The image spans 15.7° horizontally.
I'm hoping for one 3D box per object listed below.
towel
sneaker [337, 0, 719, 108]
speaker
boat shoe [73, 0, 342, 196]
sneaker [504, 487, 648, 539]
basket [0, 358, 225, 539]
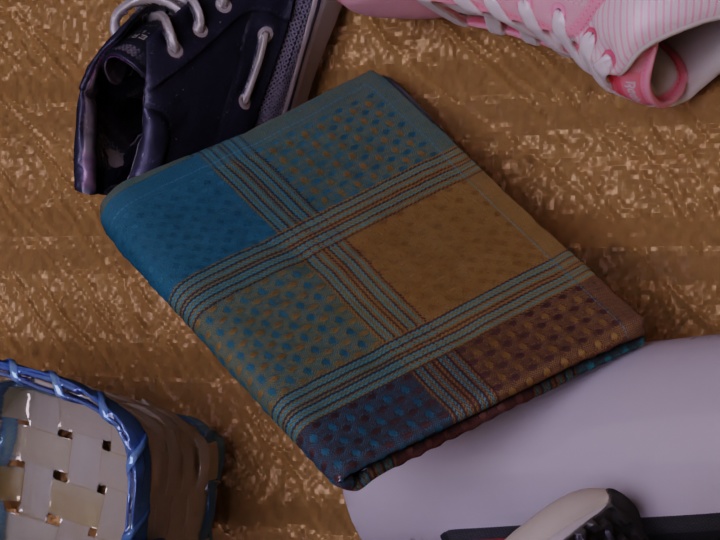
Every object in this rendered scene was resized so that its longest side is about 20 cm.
[{"bbox_3d":[0.000,0.000,1.037,0.200,0.146,0.022,46,152,42],"label":"towel"},{"bbox_3d":[0.076,-0.110,1.048,0.199,0.075,0.105,-13,75,26],"label":"sneaker"},{"bbox_3d":[0.093,0.069,1.023,0.199,0.081,0.082,-7,83,30],"label":"speaker"},{"bbox_3d":[-0.064,-0.111,1.122,0.074,0.092,0.202,11,92,39],"label":"boat shoe"},{"bbox_3d":[0.015,0.141,0.981,0.200,0.070,0.093,-46,47,1],"label":"sneaker"},{"bbox_3d":[-0.159,0.107,1.104,0.175,0.200,0.140,13,93,33],"label":"basket"}]
